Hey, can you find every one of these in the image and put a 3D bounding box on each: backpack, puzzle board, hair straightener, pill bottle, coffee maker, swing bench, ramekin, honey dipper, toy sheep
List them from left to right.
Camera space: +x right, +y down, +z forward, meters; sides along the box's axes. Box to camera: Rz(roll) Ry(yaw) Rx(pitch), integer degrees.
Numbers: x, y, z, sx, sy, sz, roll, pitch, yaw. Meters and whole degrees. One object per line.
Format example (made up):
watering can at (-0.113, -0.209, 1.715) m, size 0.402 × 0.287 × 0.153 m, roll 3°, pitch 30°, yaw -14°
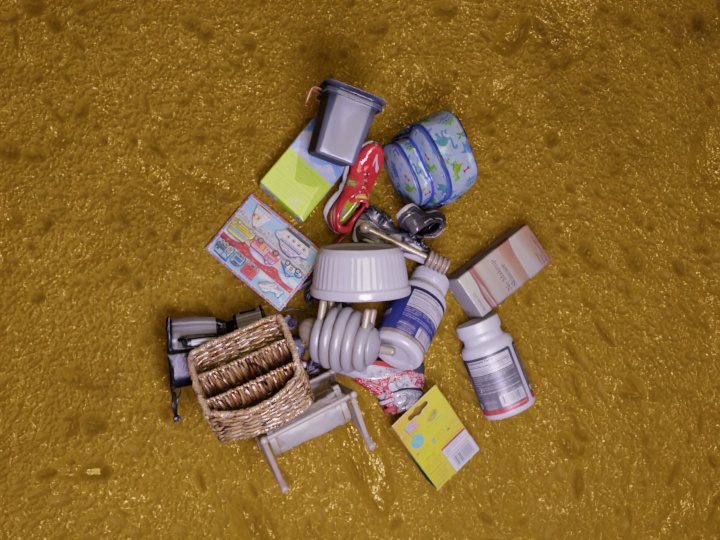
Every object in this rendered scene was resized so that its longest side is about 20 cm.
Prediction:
coffee maker at (-0.275, 0.174, 1.609) m, size 0.196 × 0.135 × 0.195 m, roll -4°, pitch 114°, yaw -12°
puzzle board at (-0.192, -0.039, 1.666) m, size 0.199 × 0.017 × 0.151 m, roll 39°, pitch 80°, yaw 2°
swing bench at (-0.106, 0.290, 1.582) m, size 0.197 × 0.200 × 0.131 m, roll -24°, pitch 112°, yaw -13°
hair straightener at (-0.079, 0.017, 1.691) m, size 0.200 × 0.041 × 0.077 m, roll -44°, pitch 97°, yaw -15°
toy sheep at (-0.028, 0.131, 1.581) m, size 0.197 × 0.138 × 0.140 m, roll 11°, pitch 83°, yaw 18°
ramekin at (0.000, 0.000, 1.606) m, size 0.199 × 0.202 × 0.096 m, roll -2°, pitch 97°, yaw -13°
honey dipper at (0.089, -0.050, 1.669) m, size 0.198 × 0.038 × 0.038 m, roll 27°, pitch 81°, yaw -6°
pill bottle at (0.109, 0.091, 1.674) m, size 0.110 × 0.111 × 0.201 m, roll 35°, pitch 57°, yaw -8°
backpack at (0.140, -0.216, 1.670) m, size 0.145 × 0.200 × 0.185 m, roll -27°, pitch 93°, yaw -18°
pill bottle at (0.280, 0.199, 1.724) m, size 0.114 × 0.116 × 0.203 m, roll -22°, pitch 91°, yaw -13°

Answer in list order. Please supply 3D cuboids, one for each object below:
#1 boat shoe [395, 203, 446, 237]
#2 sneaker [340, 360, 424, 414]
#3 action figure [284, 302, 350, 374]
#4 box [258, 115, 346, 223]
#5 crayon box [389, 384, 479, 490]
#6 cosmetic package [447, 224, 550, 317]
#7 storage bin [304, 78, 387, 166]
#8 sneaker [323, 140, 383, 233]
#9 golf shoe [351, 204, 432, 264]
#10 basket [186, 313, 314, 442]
boat shoe at (0.133, -0.088, 1.679) m, size 0.067 × 0.199 × 0.057 m, roll -40°, pitch 70°, yaw 19°
sneaker at (0.037, 0.239, 1.692) m, size 0.198 × 0.067 × 0.110 m, roll 5°, pitch 83°, yaw -15°
action figure at (-0.099, 0.134, 1.669) m, size 0.198 × 0.069 × 0.131 m, roll -33°, pitch 103°, yaw -8°
box at (-0.103, -0.214, 1.698) m, size 0.122 × 0.048 × 0.201 m, roll 40°, pitch 78°, yaw -8°
crayon box at (0.146, 0.334, 1.686) m, size 0.127 × 0.051 × 0.201 m, roll -40°, pitch 117°, yaw -12°
cosmetic package at (0.292, 0.002, 1.753) m, size 0.199 × 0.087 × 0.104 m, roll -38°, pitch 96°, yaw -12°
storage bin at (-0.047, -0.282, 1.600) m, size 0.143 × 0.200 × 0.136 m, roll 19°, pitch 92°, yaw -11°
sneaker at (0.000, -0.163, 1.676) m, size 0.076 × 0.085 × 0.202 m, roll 20°, pitch 103°, yaw -32°
golf shoe at (0.072, -0.050, 1.724) m, size 0.199 × 0.078 × 0.095 m, roll 34°, pitch 99°, yaw -8°
basket at (-0.198, 0.199, 1.484) m, size 0.197 × 0.143 × 0.151 m, roll -21°, pitch 119°, yaw -4°
